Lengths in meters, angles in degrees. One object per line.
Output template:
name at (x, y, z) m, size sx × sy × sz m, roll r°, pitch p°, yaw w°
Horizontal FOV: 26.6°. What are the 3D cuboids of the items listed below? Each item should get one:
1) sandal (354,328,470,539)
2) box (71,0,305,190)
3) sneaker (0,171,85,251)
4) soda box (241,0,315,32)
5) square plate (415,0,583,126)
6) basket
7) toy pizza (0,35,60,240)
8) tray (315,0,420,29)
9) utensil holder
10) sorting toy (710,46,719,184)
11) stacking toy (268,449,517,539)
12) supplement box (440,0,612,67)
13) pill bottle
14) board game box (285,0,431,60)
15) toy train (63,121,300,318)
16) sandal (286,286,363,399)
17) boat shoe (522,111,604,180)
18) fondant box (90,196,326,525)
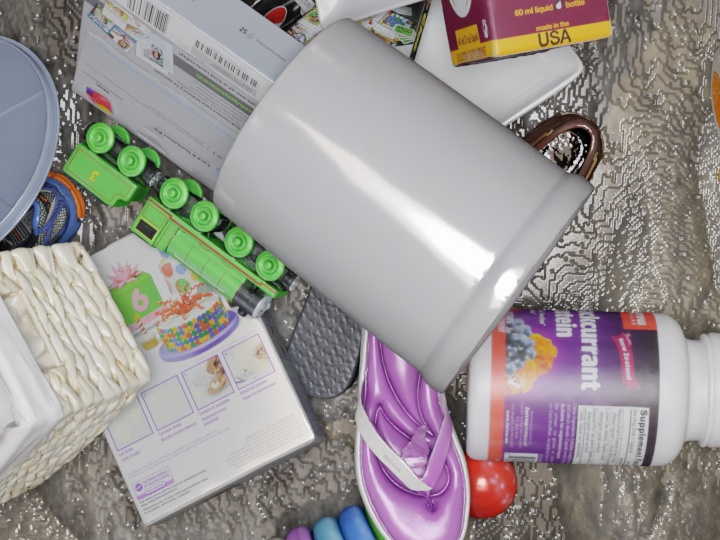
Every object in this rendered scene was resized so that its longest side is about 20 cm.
sandal at (0.032, 0.110, 1.101) m, size 0.082 × 0.050 × 0.204 m, roll -9°, pitch 85°, yaw 0°
box at (-0.126, -0.140, 1.075) m, size 0.155 × 0.200 × 0.041 m, roll 35°, pitch 65°, yaw 1°
sneaker at (-0.299, -0.001, 1.152) m, size 0.075 × 0.078 × 0.200 m, roll 45°, pitch 95°, yaw 0°
soda box at (-0.123, -0.248, 1.101) m, size 0.063 × 0.071 × 0.200 m, roll -42°, pitch 73°, yaw 6°
square plate at (0.030, -0.162, 1.123) m, size 0.199 × 0.028 × 0.199 m, roll -35°, pitch 74°, yaw 5°
basket at (-0.259, 0.083, 1.087) m, size 0.200 × 0.123 × 0.136 m, roll -41°, pitch 73°, yaw 39°
toy pizza at (-0.306, -0.084, 1.134) m, size 0.199 × 0.032 × 0.202 m, roll -9°, pitch 65°, yaw 19°
tray at (0.001, -0.278, 1.071) m, size 0.107 × 0.022 × 0.202 m, roll -11°, pitch 89°, yaw 38°
utensil holder at (0.026, -0.045, 1.010) m, size 0.199 × 0.170 × 0.170 m, roll 36°, pitch 96°, yaw 7°
sorting toy at (0.337, -0.081, 1.054) m, size 0.199 × 0.180 × 0.108 m, roll 20°, pitch 95°, yaw 3°
stacking toy at (0.029, 0.197, 1.148) m, size 0.199 × 0.085 × 0.086 m, roll -29°, pitch 92°, yaw 2°
supplement box at (0.096, -0.244, 1.014) m, size 0.085 × 0.110 × 0.202 m, roll -11°, pitch 96°, yaw -11°
pill bottle at (0.177, 0.085, 1.111) m, size 0.198 × 0.111 × 0.112 m, roll 1°, pitch 94°, yaw 3°
board game box at (-0.052, -0.184, 1.120) m, size 0.199 × 0.023 × 0.106 m, roll 16°, pitch 87°, yaw 17°
toy train at (-0.131, -0.036, 1.103) m, size 0.200 × 0.042 × 0.057 m, roll 37°, pitch 100°, yaw 12°
sandal at (-0.001, 0.000, 1.157) m, size 0.076 × 0.043 × 0.201 m, roll 30°, pitch 102°, yaw 9°
boat shoe at (0.104, -0.036, 1.129) m, size 0.070 × 0.070 × 0.200 m, roll 37°, pitch 97°, yaw -3°
fondant box at (-0.132, 0.068, 1.139) m, size 0.144 × 0.058 × 0.201 m, roll -26°, pitch 81°, yaw 5°
